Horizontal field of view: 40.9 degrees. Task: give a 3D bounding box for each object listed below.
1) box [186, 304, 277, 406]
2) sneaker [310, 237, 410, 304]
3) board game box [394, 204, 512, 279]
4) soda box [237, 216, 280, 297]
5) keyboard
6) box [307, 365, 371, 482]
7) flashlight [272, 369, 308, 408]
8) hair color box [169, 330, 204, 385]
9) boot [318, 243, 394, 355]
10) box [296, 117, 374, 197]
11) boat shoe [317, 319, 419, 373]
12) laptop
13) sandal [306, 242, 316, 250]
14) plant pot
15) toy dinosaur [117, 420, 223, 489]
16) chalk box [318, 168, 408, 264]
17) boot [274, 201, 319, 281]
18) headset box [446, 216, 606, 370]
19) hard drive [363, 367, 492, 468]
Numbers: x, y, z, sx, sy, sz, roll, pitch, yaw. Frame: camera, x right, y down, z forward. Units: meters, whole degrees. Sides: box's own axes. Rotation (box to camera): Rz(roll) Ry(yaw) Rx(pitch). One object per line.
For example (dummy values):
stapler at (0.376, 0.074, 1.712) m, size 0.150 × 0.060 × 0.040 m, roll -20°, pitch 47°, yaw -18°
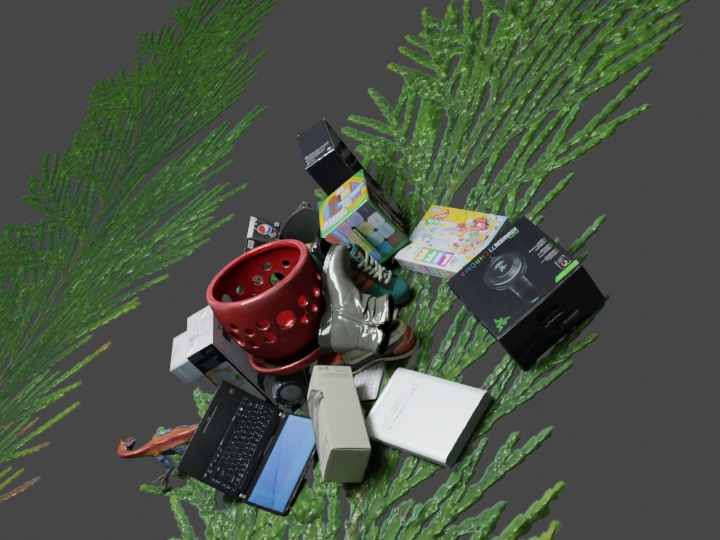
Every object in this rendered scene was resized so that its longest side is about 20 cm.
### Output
box at (-0.236, 0.169, 1.784) m, size 0.060 × 0.200 × 0.117 m, roll -30°, pitch 34°, yaw 14°
sneaker at (0.000, 0.000, 1.760) m, size 0.199 × 0.080 × 0.071 m, roll 18°, pitch 39°, yaw 5°
board game box at (0.171, -0.050, 1.772) m, size 0.200 × 0.034 × 0.135 m, roll 14°, pitch 62°, yaw 50°
soda box at (-0.210, -0.011, 1.970) m, size 0.071 × 0.063 × 0.200 m, roll -87°, pitch 10°, yaw -47°
keyboard at (0.024, 0.148, 1.721) m, size 0.056 × 0.011 × 0.201 m, roll -15°, pitch 43°, yaw 33°
box at (-0.038, 0.250, 1.593) m, size 0.068 × 0.082 × 0.200 m, roll 4°, pitch 33°, yaw -14°
flashlight at (-0.138, 0.171, 1.811) m, size 0.067 × 0.068 × 0.200 m, roll 3°, pitch 31°, yaw -13°
hair color box at (-0.295, 0.146, 1.989) m, size 0.200 × 0.061 × 0.099 m, roll -29°, pitch 37°, yaw 18°
boot at (0.002, 0.050, 1.663) m, size 0.130 × 0.068 × 0.201 m, roll -4°, pitch 75°, yaw 28°
box at (-0.038, -0.195, 1.987) m, size 0.079 × 0.200 × 0.141 m, roll -32°, pitch 35°, yaw 13°
boat shoe at (0.004, 0.133, 1.696) m, size 0.199 × 0.063 × 0.071 m, roll -17°, pitch 44°, yaw 26°
laptop at (-0.186, 0.301, 1.661) m, size 0.178 × 0.199 × 0.103 m, roll -64°, pitch 4°, yaw -22°
sandal at (-0.075, 0.015, 1.839) m, size 0.080 × 0.054 × 0.200 m, roll -15°, pitch 41°, yaw -25°
plant pot at (-0.147, 0.070, 1.724) m, size 0.200 × 0.183 × 0.201 m, roll -21°, pitch 30°, yaw 13°
toy dinosaur at (-0.356, 0.308, 1.788) m, size 0.181 × 0.200 × 0.105 m, roll -1°, pitch 44°, yaw -19°
chalk box at (0.005, -0.081, 1.854) m, size 0.124 × 0.125 × 0.200 m, roll -39°, pitch 23°, yaw 16°
boot at (-0.128, -0.090, 1.997) m, size 0.174 × 0.069 × 0.200 m, roll -79°, pitch 13°, yaw -53°
headset box at (0.263, 0.037, 1.537) m, size 0.174 × 0.093 × 0.200 m, roll -40°, pitch 35°, yaw 3°
hard drive at (0.101, 0.231, 1.541) m, size 0.200 × 0.027 × 0.132 m, roll 9°, pitch 58°, yaw 49°
